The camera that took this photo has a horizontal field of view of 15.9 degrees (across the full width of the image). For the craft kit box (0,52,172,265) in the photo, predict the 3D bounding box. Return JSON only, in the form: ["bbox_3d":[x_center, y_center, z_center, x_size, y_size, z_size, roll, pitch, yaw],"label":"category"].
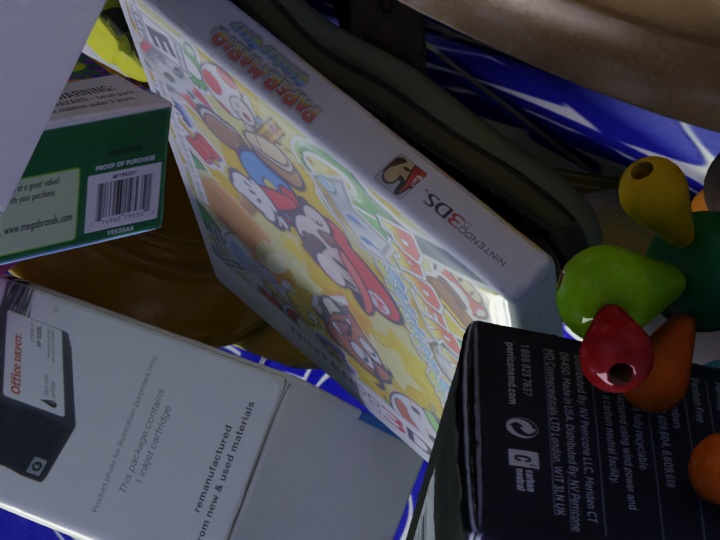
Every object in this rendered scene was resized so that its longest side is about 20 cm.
[{"bbox_3d":[-0.190,-0.048,0.722,0.200,0.049,0.197,-15,-150,-41],"label":"craft kit box"}]

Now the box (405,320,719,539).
[{"bbox_3d":[0.109,0.117,0.744,0.200,0.148,0.104,11,-148,-5],"label":"box"}]

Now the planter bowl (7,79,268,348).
[{"bbox_3d":[-0.090,-0.070,1.037,0.200,0.083,0.200,23,140,21],"label":"planter bowl"}]

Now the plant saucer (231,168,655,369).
[{"bbox_3d":[0.030,-0.009,1.102,0.200,0.048,0.200,-10,-171,-21],"label":"plant saucer"}]

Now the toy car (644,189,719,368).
[{"bbox_3d":[0.156,0.035,0.909,0.184,0.177,0.200,-4,-132,-25],"label":"toy car"}]

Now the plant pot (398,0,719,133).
[{"bbox_3d":[0.045,-0.087,0.682,0.200,0.027,0.200,26,175,2],"label":"plant pot"}]

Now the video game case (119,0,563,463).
[{"bbox_3d":[0.000,0.000,0.865,0.182,0.023,0.200,40,162,26],"label":"video game case"}]

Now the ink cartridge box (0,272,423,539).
[{"bbox_3d":[-0.097,0.061,0.986,0.200,0.084,0.145,19,175,25],"label":"ink cartridge box"}]

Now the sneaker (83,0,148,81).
[{"bbox_3d":[-0.132,-0.113,0.856,0.085,0.074,0.200,-1,156,30],"label":"sneaker"}]

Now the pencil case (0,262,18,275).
[{"bbox_3d":[-0.199,-0.059,0.947,0.200,0.091,0.094,26,-169,29],"label":"pencil case"}]

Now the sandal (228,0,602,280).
[{"bbox_3d":[0.005,-0.069,0.846,0.201,0.057,0.080,40,162,11],"label":"sandal"}]

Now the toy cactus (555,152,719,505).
[{"bbox_3d":[0.139,-0.002,0.733,0.200,0.102,0.165,-4,-155,-14],"label":"toy cactus"}]

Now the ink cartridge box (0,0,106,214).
[{"bbox_3d":[-0.151,-0.115,0.641,0.200,0.147,0.083,23,175,29],"label":"ink cartridge box"}]
